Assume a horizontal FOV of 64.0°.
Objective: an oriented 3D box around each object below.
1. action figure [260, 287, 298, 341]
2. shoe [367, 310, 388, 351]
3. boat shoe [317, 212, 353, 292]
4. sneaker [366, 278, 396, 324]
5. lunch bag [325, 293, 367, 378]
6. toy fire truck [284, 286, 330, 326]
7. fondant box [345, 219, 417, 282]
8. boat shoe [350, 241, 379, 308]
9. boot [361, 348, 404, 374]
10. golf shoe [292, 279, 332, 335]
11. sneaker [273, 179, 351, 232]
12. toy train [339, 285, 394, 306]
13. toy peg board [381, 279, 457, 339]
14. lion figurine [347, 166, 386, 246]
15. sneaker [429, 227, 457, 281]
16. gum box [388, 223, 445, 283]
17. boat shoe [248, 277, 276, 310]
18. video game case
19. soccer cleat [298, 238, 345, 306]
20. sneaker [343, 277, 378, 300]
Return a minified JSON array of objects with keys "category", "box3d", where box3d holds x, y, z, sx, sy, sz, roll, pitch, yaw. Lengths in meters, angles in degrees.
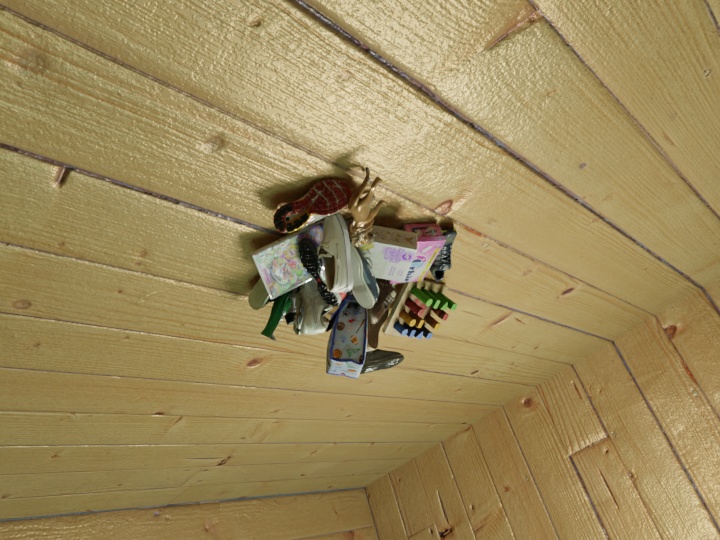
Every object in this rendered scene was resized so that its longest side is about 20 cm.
[{"category":"action figure","box3d":[-0.206,0.089,1.560,0.054,0.203,0.118,29,170,-22]},{"category":"shoe","box3d":[0.037,0.168,1.793,0.069,0.202,0.053,36,136,-17]},{"category":"boat shoe","box3d":[-0.069,-0.047,1.386,0.069,0.205,0.070,-5,175,-37]},{"category":"sneaker","box3d":[0.064,0.072,1.657,0.074,0.202,0.072,-12,122,16]},{"category":"lunch bag","box3d":[-0.039,0.187,1.660,0.121,0.205,0.171,10,157,-4]},{"category":"toy fire truck","box3d":[-0.122,0.101,1.677,0.173,0.131,0.200,-23,169,15]},{"category":"fondant box","box3d":[0.038,-0.048,1.514,0.195,0.059,0.146,9,142,-7]},{"category":"boat shoe","box3d":[0.000,0.000,1.474,0.074,0.062,0.203,-7,120,37]},{"category":"boot","box3d":[0.034,0.216,1.839,0.178,0.203,0.073,-4,146,-27]},{"category":"golf shoe","box3d":[-0.119,0.080,1.522,0.095,0.204,0.079,7,151,-1]},{"category":"sneaker","box3d":[-0.113,-0.150,1.334,0.196,0.079,0.082,-24,-177,-8]},{"category":"toy train","box3d":[0.022,0.085,1.790,0.197,0.042,0.056,-29,158,13]},{"category":"toy peg board","box3d":[0.200,0.143,1.843,0.197,0.098,0.202,13,108,-44]},{"category":"lion figurine","box3d":[0.002,-0.144,1.346,0.123,0.072,0.201,-49,152,-12]},{"category":"sneaker","box3d":[0.243,-0.048,1.673,0.072,0.082,0.202,-11,148,-14]},{"category":"gum box","box3d":[0.151,-0.051,1.628,0.111,0.067,0.202,-5,145,-22]},{"category":"boat shoe","box3d":[-0.220,0.026,1.533,0.201,0.074,0.066,-53,163,21]},{"category":"video game case","box3d":[-0.161,-0.027,1.449,0.197,0.018,0.145,-26,127,-11]},{"category":"soccer cleat","box3d":[-0.091,-0.007,1.455,0.067,0.073,0.203,0,127,41]},{"category":"sneaker","box3d":[-0.012,0.039,1.647,0.074,0.093,0.201,3,142,-31]}]
